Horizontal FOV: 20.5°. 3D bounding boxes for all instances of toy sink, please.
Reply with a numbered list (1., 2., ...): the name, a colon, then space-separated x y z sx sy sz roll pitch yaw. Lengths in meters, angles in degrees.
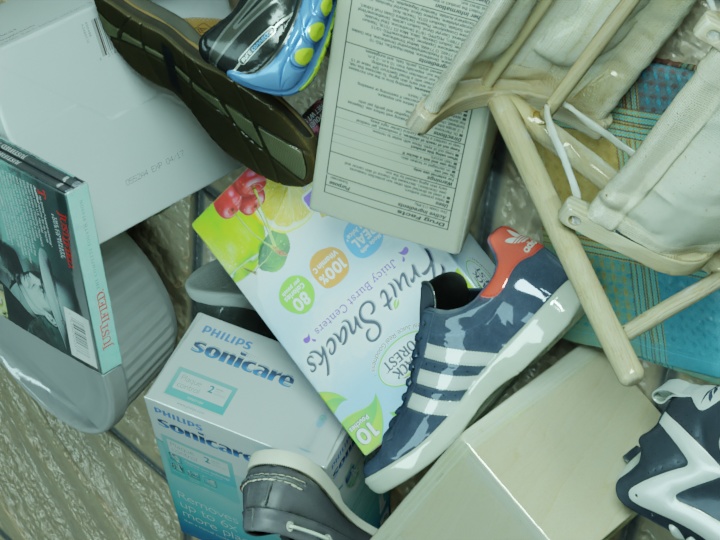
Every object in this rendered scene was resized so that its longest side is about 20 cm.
1. toy sink: 0.105 0.159 1.295 0.112 0.130 0.200 50 144 11

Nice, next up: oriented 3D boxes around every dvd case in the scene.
1. dvd case: -0.239 -0.027 1.330 0.200 0.022 0.146 27 136 39

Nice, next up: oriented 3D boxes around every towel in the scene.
1. towel: 0.161 -0.036 1.173 0.147 0.022 0.200 17 127 44

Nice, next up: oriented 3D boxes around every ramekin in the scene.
1. ramekin: -0.238 0.029 1.650 0.202 0.094 0.202 34 147 27

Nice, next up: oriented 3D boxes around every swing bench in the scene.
1. swing bench: 0.159 -0.087 1.022 0.200 0.130 0.199 52 139 14

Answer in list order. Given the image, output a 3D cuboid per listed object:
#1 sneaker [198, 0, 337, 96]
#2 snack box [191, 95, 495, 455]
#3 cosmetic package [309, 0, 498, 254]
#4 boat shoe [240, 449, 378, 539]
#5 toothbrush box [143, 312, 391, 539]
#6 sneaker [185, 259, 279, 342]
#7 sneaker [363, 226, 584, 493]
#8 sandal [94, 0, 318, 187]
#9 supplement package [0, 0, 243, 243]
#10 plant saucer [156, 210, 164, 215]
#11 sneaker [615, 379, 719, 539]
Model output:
1. sneaker: -0.042 -0.197 1.144 0.083 0.200 0.071 15 162 6
2. snack box: 0.000 0.000 1.326 0.142 0.053 0.200 -42 80 28
3. cosmetic package: 0.037 -0.120 1.179 0.103 0.087 0.200 18 134 6
4. boat shoe: -0.024 0.200 1.379 0.073 0.063 0.200 -8 139 30
5. toothbrush box: -0.063 0.138 1.462 0.146 0.085 0.200 20 147 17
6. sneaker: -0.041 0.050 1.463 0.200 0.071 0.099 11 132 47
7. sneaker: 0.055 0.053 1.243 0.085 0.075 0.200 45 113 8
8. sandal: -0.091 -0.129 1.276 0.200 0.055 0.082 38 154 30
9. supplement package: -0.187 -0.118 1.391 0.111 0.200 0.156 10 124 48
10. plant saucer: -0.216 -0.127 1.576 0.200 0.031 0.200 32 139 34
11. sneaker: 0.215 0.150 1.188 0.130 0.079 0.199 16 131 44
